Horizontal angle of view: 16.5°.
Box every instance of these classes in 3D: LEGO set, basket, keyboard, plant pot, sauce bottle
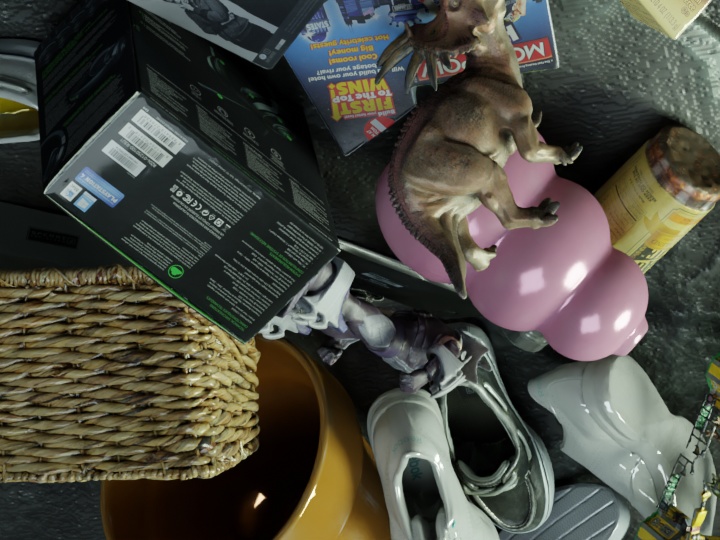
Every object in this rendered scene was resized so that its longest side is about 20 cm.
[{"bbox_3d":[0.299,0.158,1.754,0.153,0.116,0.201,20,102,-40],"label":"LEGO set"},{"bbox_3d":[-0.173,0.061,1.707,0.198,0.143,0.150,-4,96,17],"label":"basket"},{"bbox_3d":[0.000,0.000,1.706,0.199,0.021,0.127,21,163,-39],"label":"keyboard"},{"bbox_3d":[-0.059,0.172,1.820,0.199,0.202,0.183,-23,143,24],"label":"plant pot"},{"bbox_3d":[0.169,-0.017,1.698,0.066,0.066,0.200,27,131,-19],"label":"sauce bottle"}]

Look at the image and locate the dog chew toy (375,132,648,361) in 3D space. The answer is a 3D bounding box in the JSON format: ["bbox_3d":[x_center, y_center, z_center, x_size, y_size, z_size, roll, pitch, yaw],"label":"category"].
[{"bbox_3d":[0.106,-0.018,1.630,0.200,0.125,0.125,42,128,2],"label":"dog chew toy"}]

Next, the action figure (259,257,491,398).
[{"bbox_3d":[0.004,0.041,1.670,0.199,0.070,0.130,25,168,-39],"label":"action figure"}]

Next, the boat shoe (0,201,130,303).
[{"bbox_3d":[-0.201,0.005,1.751,0.198,0.071,0.064,17,133,0],"label":"boat shoe"}]

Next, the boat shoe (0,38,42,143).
[{"bbox_3d":[-0.296,-0.103,1.642,0.200,0.086,0.075,1,133,3],"label":"boat shoe"}]

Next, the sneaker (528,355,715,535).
[{"bbox_3d":[0.194,0.134,1.831,0.088,0.076,0.200,-8,132,35],"label":"sneaker"}]

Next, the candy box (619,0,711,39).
[{"bbox_3d":[0.156,-0.246,1.456,0.116,0.055,0.200,-47,119,-2],"label":"candy box"}]

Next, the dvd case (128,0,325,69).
[{"bbox_3d":[-0.104,-0.210,1.471,0.199,0.025,0.150,25,137,-18],"label":"dvd case"}]

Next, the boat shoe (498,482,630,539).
[{"bbox_3d":[0.143,0.229,1.934,0.071,0.073,0.200,17,135,-42],"label":"boat shoe"}]

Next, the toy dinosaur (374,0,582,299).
[{"bbox_3d":[0.055,-0.082,1.508,0.135,0.201,0.086,31,158,-23],"label":"toy dinosaur"}]

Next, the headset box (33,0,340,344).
[{"bbox_3d":[-0.114,-0.081,1.577,0.093,0.201,0.174,-43,119,17],"label":"headset box"}]

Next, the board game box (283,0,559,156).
[{"bbox_3d":[0.021,-0.171,1.567,0.198,0.062,0.201,-6,134,9],"label":"board game box"}]

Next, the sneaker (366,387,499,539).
[{"bbox_3d":[0.053,0.185,1.753,0.075,0.089,0.201,-21,120,4],"label":"sneaker"}]

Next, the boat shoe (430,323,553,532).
[{"bbox_3d":[0.089,0.132,1.821,0.072,0.071,0.201,-15,128,17],"label":"boat shoe"}]
